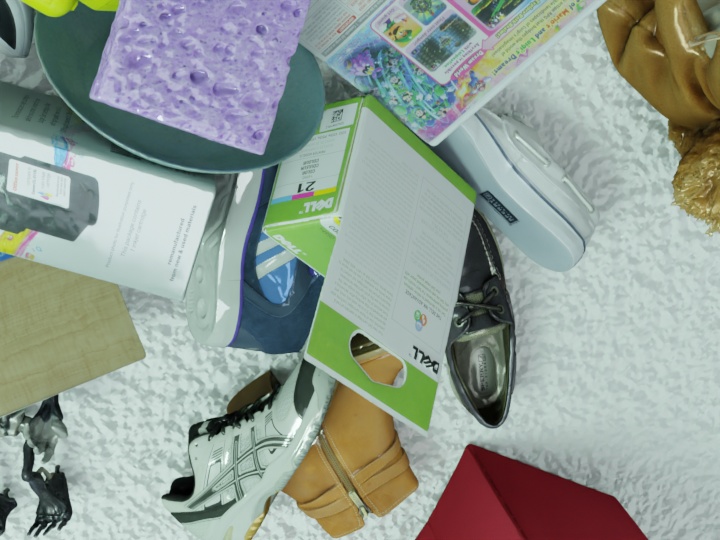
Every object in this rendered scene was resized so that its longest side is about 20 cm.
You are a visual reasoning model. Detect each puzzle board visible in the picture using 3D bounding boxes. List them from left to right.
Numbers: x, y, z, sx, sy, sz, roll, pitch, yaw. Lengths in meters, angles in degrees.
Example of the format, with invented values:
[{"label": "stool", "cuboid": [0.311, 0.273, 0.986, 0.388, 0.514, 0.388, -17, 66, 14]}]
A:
[{"label": "puzzle board", "cuboid": [-0.273, 0.030, 0.970, 0.199, 0.017, 0.152, -22, 87, -18]}]

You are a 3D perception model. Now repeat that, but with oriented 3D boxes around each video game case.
[{"label": "video game case", "cuboid": [0.059, -0.195, 0.905, 0.200, 0.024, 0.182, -40, 126, 24]}]

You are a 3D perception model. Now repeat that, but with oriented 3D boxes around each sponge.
[{"label": "sponge", "cuboid": [-0.083, -0.182, 0.824, 0.111, 0.030, 0.201, 16, 94, -22]}]

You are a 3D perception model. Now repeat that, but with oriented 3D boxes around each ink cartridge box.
[{"label": "ink cartridge box", "cuboid": [-0.205, -0.063, 0.913, 0.199, 0.146, 0.083, 16, 105, -12]}, {"label": "ink cartridge box", "cuboid": [0.000, 0.000, 0.967, 0.148, 0.075, 0.201, 37, 57, -42]}]

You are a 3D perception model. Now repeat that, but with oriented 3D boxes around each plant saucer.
[{"label": "plant saucer", "cuboid": [-0.123, -0.131, 0.911, 0.200, 0.202, 0.039, 11, 139, -19]}]

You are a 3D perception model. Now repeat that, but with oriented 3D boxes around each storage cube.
[{"label": "storage cube", "cuboid": [0.149, 0.286, 1.160, 0.199, 0.180, 0.172, 22, 107, -23]}]

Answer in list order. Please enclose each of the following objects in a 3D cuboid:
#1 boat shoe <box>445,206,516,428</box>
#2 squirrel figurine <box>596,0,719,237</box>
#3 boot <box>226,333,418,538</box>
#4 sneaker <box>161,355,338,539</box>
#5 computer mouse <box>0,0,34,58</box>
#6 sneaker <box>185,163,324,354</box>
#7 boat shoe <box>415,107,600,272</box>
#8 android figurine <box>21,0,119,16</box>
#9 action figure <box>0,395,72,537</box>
[{"label": "boat shoe", "cuboid": [0.093, 0.037, 1.097, 0.071, 0.065, 0.201, -14, 115, -7]}, {"label": "squirrel figurine", "cuboid": [0.283, -0.131, 1.004, 0.141, 0.187, 0.201, -18, 117, -7]}, {"label": "boot", "cuboid": [0.009, 0.125, 1.101, 0.199, 0.077, 0.156, -33, 111, 8]}, {"label": "sneaker", "cuboid": [-0.088, 0.134, 1.041, 0.087, 0.076, 0.201, 33, 112, 1]}, {"label": "computer mouse", "cuboid": [-0.269, -0.224, 0.874, 0.044, 0.110, 0.200, -33, 126, 10]}, {"label": "sneaker", "cuboid": [-0.051, -0.035, 1.032, 0.146, 0.080, 0.201, 1, 102, -34]}, {"label": "boat shoe", "cuboid": [0.109, -0.087, 1.052, 0.200, 0.073, 0.065, 47, 63, -20]}, {"label": "android figurine", "cuboid": [-0.185, -0.248, 0.868, 0.199, 0.041, 0.183, 30, 67, -27]}, {"label": "action figure", "cuboid": [-0.273, 0.116, 1.016, 0.118, 0.102, 0.201, -7, 117, 1]}]
